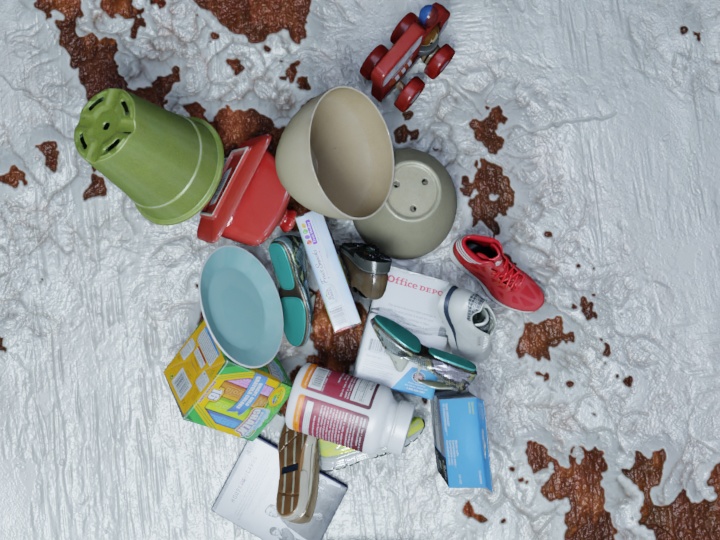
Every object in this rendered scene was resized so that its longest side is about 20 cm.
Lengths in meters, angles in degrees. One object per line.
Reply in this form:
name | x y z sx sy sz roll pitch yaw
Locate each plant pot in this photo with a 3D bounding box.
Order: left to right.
plant pot | -0.357 -0.199 1.168 0.197 0.190 0.204 -6 74 21
plant pot | -0.058 -0.174 1.127 0.133 0.199 0.204 -5 85 40

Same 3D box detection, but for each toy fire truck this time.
toy fire truck | 0.089 -0.384 1.243 0.112 0.168 0.200 42 86 1

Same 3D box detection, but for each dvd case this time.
dvd case | -0.142 0.401 1.257 0.198 0.025 0.152 29 86 0

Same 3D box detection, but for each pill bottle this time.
pill bottle | -0.015 0.233 1.174 0.197 0.113 0.115 16 86 9

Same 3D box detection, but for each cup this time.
cup | 0.081 -0.127 1.239 0.196 0.143 0.204 0 86 -2

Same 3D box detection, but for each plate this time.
plate | -0.193 0.059 1.138 0.025 0.199 0.203 -20 87 28

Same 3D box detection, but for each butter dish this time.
butter dish | -0.176 -0.116 1.226 0.147 0.199 0.202 29 85 -23

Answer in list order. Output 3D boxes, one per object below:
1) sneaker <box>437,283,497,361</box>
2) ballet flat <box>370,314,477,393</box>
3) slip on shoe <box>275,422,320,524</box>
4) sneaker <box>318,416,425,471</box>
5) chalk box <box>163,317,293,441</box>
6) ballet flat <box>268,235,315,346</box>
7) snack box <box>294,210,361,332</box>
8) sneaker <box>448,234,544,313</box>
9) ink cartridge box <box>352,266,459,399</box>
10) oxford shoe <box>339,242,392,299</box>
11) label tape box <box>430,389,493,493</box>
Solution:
sneaker | 0.196 0.102 1.212 0.079 0.201 0.077 11 62 33
ballet flat | 0.094 0.147 1.179 0.198 0.072 0.073 27 86 -1
slip on shoe | -0.098 0.330 1.225 0.075 0.060 0.203 -22 49 29
sneaker | 0.016 0.281 1.246 0.197 0.078 0.092 -16 80 -5
chalk box | -0.202 0.189 1.189 0.124 0.125 0.199 -51 134 8
ballet flat | -0.109 0.033 1.255 0.073 0.074 0.203 -8 110 -3
snack box | -0.053 0.002 1.226 0.052 0.142 0.203 -19 88 -2
sneaker | 0.247 0.008 1.251 0.198 0.116 0.079 31 86 0
ink cartridge box | 0.078 0.107 1.254 0.143 0.084 0.203 15 86 -1
oxford shoe | 0.000 0.000 1.209 0.071 0.200 0.086 3 105 -10
label tape box | 0.163 0.278 1.188 0.062 0.200 0.147 -5 86 -2
